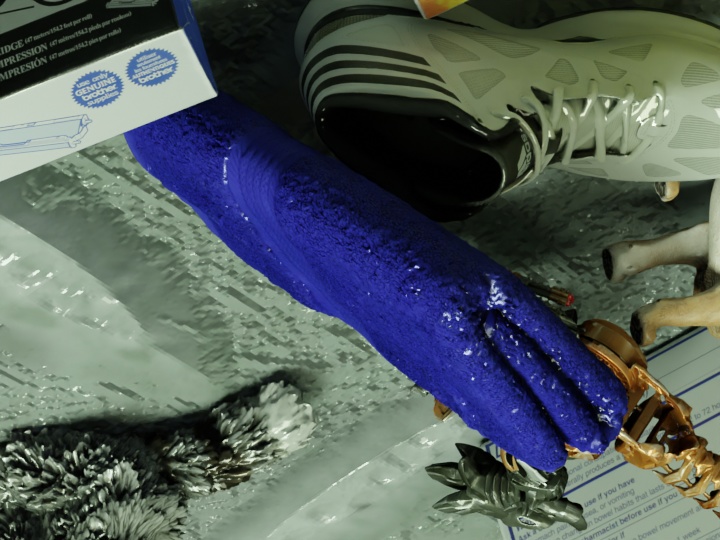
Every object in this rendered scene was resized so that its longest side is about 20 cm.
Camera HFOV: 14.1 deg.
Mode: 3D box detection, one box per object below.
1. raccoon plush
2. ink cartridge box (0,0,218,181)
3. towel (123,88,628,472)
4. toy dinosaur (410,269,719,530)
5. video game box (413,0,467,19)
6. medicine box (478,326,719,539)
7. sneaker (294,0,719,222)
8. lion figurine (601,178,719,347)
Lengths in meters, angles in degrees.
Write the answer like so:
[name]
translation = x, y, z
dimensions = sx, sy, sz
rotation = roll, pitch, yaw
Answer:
[raccoon plush]
translation = -0.107, 0.135, 1.289
dimensions = 0.200, 0.134, 0.097
rotation = -30, 139, 16
[ink cartridge box]
translation = -0.159, -0.071, 1.050
dimensions = 0.199, 0.094, 0.044
rotation = -22, 142, 5
[towel]
translation = 0.000, 0.000, 1.118
dimensions = 0.050, 0.200, 0.148
rotation = -54, 142, -4
[toy dinosaur]
translation = 0.083, 0.057, 1.253
dimensions = 0.102, 0.200, 0.136
rotation = -32, 166, -18
[video game box]
translation = 0.066, -0.196, 1.024
dimensions = 0.182, 0.047, 0.200
rotation = -23, 142, 8
[medicine box]
translation = 0.173, 0.135, 1.345
dimensions = 0.182, 0.200, 0.103
rotation = -29, 135, 14
[sneaker]
translation = 0.073, -0.048, 1.111
dimensions = 0.200, 0.115, 0.076
rotation = 8, 123, -7
[lion figurine]
translation = 0.172, -0.034, 1.245
dimensions = 0.122, 0.073, 0.200
rotation = -11, 139, -15
